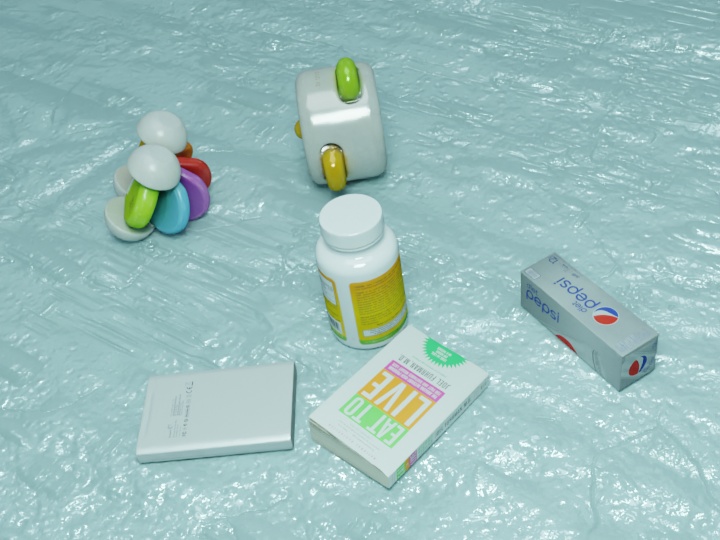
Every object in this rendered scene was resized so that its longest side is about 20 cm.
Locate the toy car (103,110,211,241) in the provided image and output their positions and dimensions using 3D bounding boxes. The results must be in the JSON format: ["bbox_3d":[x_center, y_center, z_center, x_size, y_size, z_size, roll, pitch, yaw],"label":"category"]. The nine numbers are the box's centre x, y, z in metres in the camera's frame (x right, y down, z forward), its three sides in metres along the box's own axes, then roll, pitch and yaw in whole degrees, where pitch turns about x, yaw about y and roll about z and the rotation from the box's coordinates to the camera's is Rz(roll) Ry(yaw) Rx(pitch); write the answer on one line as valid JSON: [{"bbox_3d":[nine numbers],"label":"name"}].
[{"bbox_3d":[-0.310,-0.137,1.591,0.150,0.175,0.200,22,39,-20],"label":"toy car"}]

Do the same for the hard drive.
[{"bbox_3d":[-0.185,0.183,1.302,0.199,0.026,0.132,-6,43,4],"label":"hard drive"}]

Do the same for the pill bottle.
[{"bbox_3d":[0.000,0.000,1.332,0.111,0.200,0.111,-5,43,5],"label":"pill bottle"}]

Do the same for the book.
[{"bbox_3d":[0.051,0.169,1.264,0.133,0.048,0.200,29,54,30],"label":"book"}]

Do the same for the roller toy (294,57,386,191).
[{"bbox_3d":[-0.036,-0.232,1.599,0.139,0.201,0.182,-9,8,1],"label":"roller toy"}]

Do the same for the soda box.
[{"bbox_3d":[0.294,0.063,1.305,0.063,0.068,0.200,-27,46,-19],"label":"soda box"}]
